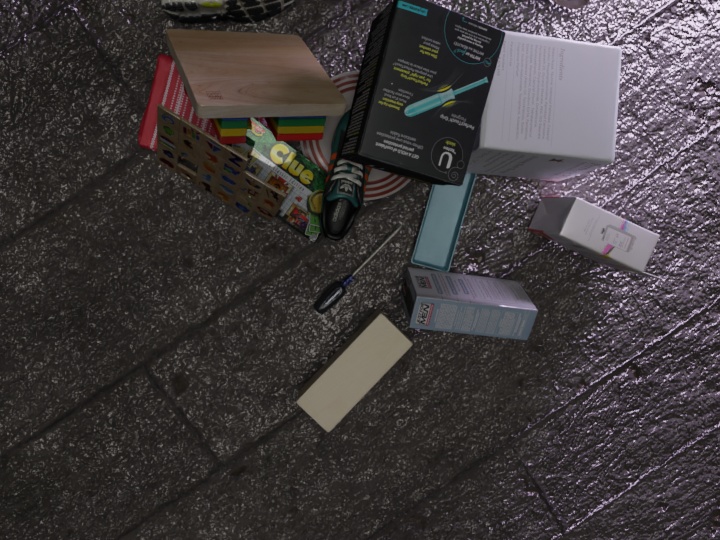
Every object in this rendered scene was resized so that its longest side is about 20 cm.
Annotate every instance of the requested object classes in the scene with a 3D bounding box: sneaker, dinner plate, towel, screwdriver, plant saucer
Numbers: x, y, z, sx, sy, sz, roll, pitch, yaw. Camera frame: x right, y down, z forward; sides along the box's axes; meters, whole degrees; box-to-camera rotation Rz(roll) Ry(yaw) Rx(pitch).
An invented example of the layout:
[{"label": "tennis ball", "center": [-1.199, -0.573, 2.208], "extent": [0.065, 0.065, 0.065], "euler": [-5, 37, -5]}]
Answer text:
[{"label": "sneaker", "center": [-0.194, -0.417, 0.784], "extent": [0.198, 0.078, 0.080], "euler": [-2, 90, -7]}, {"label": "dinner plate", "center": [0.003, -0.207, 0.834], "extent": [0.199, 0.024, 0.201], "euler": [6, 120, 10]}, {"label": "towel", "center": [-0.231, -0.235, 0.831], "extent": [0.199, 0.022, 0.146], "euler": [15, 94, -11]}, {"label": "screwdriver", "center": [0.000, 0.000, 0.889], "extent": [0.200, 0.028, 0.029], "euler": [-41, 72, 3]}, {"label": "sneaker", "center": [-0.017, -0.138, 0.800], "extent": [0.071, 0.080, 0.201], "euler": [9, 107, -8]}, {"label": "plant saucer", "center": [0.142, -0.101, 0.899], "extent": [0.069, 0.019, 0.201], "euler": [14, 95, -9]}]

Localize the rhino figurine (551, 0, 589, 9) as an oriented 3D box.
[{"label": "rhino figurine", "center": [0.285, -0.473, 0.841], "extent": [0.199, 0.060, 0.088], "euler": [12, 107, -5]}]

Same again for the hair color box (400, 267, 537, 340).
[{"label": "hair color box", "center": [0.174, 0.054, 0.879], "extent": [0.199, 0.099, 0.061], "euler": [7, 116, -8]}]

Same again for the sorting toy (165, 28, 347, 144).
[{"label": "sorting toy", "center": [-0.151, -0.256, 0.752], "extent": [0.199, 0.199, 0.070], "euler": [-10, 141, -26]}]

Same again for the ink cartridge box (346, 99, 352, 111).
[{"label": "ink cartridge box", "center": [0.037, -0.278, 0.850], "extent": [0.099, 0.039, 0.200], "euler": [39, 93, -12]}]

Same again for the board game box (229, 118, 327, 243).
[{"label": "board game box", "center": [-0.122, -0.141, 0.838], "extent": [0.199, 0.023, 0.105], "euler": [34, 99, -18]}]

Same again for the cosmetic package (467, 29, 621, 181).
[{"label": "cosmetic package", "center": [0.251, -0.237, 0.808], "extent": [0.198, 0.167, 0.168], "euler": [4, 89, -7]}]

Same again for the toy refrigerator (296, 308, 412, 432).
[{"label": "toy refrigerator", "center": [-0.011, 0.163, 0.895], "extent": [0.076, 0.070, 0.200], "euler": [43, 91, -4]}]

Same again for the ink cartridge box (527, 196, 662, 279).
[{"label": "ink cartridge box", "center": [0.398, -0.055, 0.889], "extent": [0.199, 0.116, 0.068], "euler": [23, 95, -11]}]

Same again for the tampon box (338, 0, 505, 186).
[{"label": "tampon box", "center": [0.074, -0.229, 0.718], "extent": [0.149, 0.126, 0.201], "euler": [14, 96, -16]}]

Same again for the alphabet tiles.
[{"label": "alphabet tiles", "center": [-0.205, -0.143, 0.781], "extent": [0.199, 0.167, 0.008], "euler": [31, 66, -10]}]
